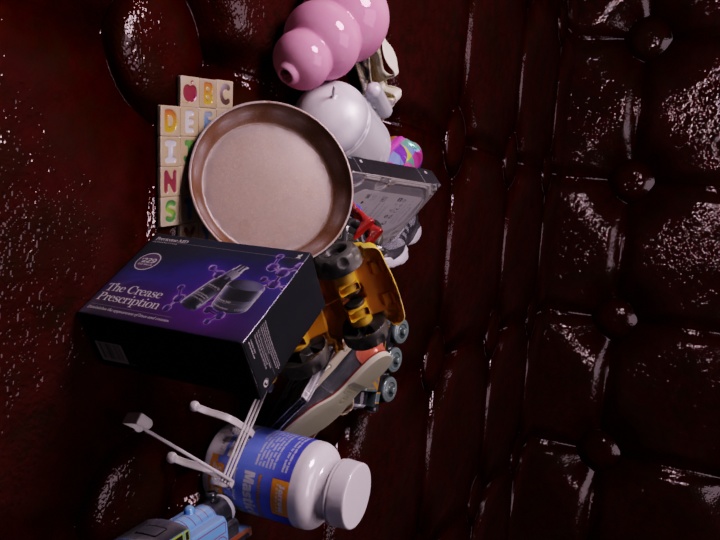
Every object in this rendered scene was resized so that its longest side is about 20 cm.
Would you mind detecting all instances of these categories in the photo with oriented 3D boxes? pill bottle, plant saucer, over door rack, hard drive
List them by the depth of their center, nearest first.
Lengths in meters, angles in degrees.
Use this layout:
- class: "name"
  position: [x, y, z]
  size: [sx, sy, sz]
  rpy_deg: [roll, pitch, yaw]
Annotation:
- class: "over door rack"
  position: [-0.192, 0.152, 0.900]
  size: [0.200, 0.066, 0.148]
  rpy_deg: [55, 46, -46]
- class: "plant saucer"
  position: [-0.106, -0.102, 0.905]
  size: [0.034, 0.200, 0.201]
  rpy_deg: [154, -46, -67]
- class: "pill bottle"
  position: [-0.093, 0.268, 0.978]
  size: [0.112, 0.200, 0.112]
  rpy_deg: [-27, 121, -60]
- class: "hard drive"
  position: [0.009, -0.099, 1.119]
  size: [0.200, 0.038, 0.140]
  rpy_deg: [3, 139, -45]

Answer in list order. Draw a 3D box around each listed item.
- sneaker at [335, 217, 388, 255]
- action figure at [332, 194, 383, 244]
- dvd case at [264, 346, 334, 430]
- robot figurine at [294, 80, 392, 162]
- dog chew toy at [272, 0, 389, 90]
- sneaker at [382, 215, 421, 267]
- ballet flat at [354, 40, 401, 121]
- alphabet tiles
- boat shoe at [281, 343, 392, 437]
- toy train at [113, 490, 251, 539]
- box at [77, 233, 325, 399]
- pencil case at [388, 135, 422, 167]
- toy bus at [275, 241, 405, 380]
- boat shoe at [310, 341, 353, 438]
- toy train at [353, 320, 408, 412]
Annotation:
- class: "sneaker"
  position: [0.000, 0.000, 1.120]
  size: [0.200, 0.114, 0.076]
  rpy_deg: [64, -1, -42]
- class: "action figure"
  position: [-0.054, -0.109, 0.990]
  size: [0.052, 0.200, 0.065]
  rpy_deg: [-45, 155, 8]
- class: "dvd case"
  position: [-0.079, 0.153, 1.051]
  size: [0.200, 0.016, 0.149]
  rpy_deg: [-49, -170, 52]
- class: "robot figurine"
  position: [-0.026, -0.196, 1.086]
  size: [0.170, 0.113, 0.200]
  rpy_deg: [-46, 153, 4]
- class: "dog chew toy"
  position: [-0.046, -0.315, 1.018]
  size: [0.200, 0.124, 0.125]
  rpy_deg: [-53, 143, -33]
- class: "sneaker"
  position: [0.055, -0.084, 1.347]
  size: [0.200, 0.075, 0.114]
  rpy_deg: [-49, 139, -59]
- class: "ballet flat"
  position: [0.027, -0.308, 1.216]
  size: [0.068, 0.075, 0.200]
  rpy_deg: [-59, 146, -42]
- class: "alphabet tiles"
  position: [-0.184, -0.126, 0.902]
  size: [0.166, 0.006, 0.201]
  rpy_deg: [-18, 113, -62]
- class: "boat shoe"
  position: [-0.044, 0.168, 1.098]
  size: [0.200, 0.063, 0.071]
  rpy_deg: [-42, 150, 4]
- class: "toy train"
  position: [-0.208, 0.338, 0.893]
  size: [0.200, 0.086, 0.115]
  rpy_deg: [-15, 105, -61]
- class: "box"
  position: [-0.158, 0.039, 0.775]
  size: [0.141, 0.200, 0.079]
  rpy_deg: [-55, 143, -46]
- class: "pencil case"
  position: [0.036, -0.158, 1.270]
  size: [0.200, 0.088, 0.089]
  rpy_deg: [-52, 142, -51]
- class: "toy bus"
  position: [-0.064, 0.027, 0.981]
  size: [0.192, 0.200, 0.136]
  rpy_deg: [-118, -174, -66]
- class: "boat shoe"
  position: [-0.048, 0.191, 1.159]
  size: [0.076, 0.072, 0.200]
  rpy_deg: [25, 94, -56]
- class: "toy train"
  position: [0.018, 0.149, 1.332]
  size: [0.114, 0.085, 0.201]
  rpy_deg: [15, 85, -53]
